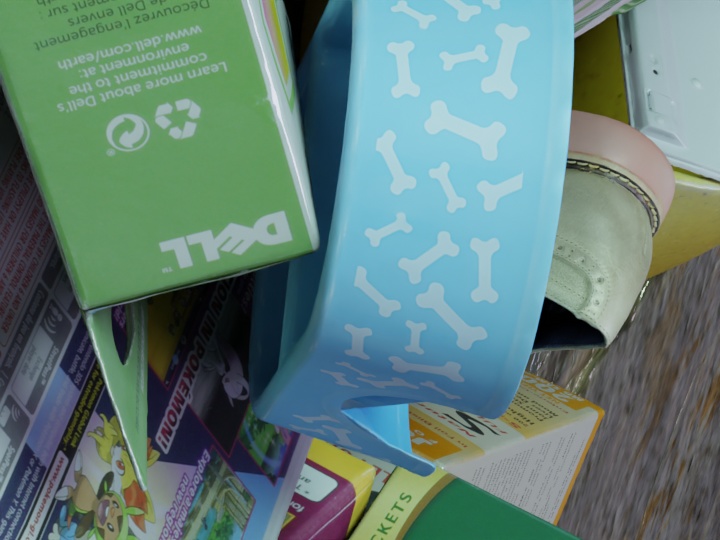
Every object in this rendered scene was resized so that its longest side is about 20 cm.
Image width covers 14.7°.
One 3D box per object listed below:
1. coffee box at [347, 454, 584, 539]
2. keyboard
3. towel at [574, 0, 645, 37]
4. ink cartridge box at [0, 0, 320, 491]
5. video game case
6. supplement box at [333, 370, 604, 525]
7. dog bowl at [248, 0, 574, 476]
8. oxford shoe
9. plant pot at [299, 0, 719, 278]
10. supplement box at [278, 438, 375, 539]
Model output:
[{"bbox_3d":[0.067,0.148,0.821,0.123,0.199,0.044,-53,158,-27],"label":"coffee box"},{"bbox_3d":[0.108,-0.106,0.946,0.011,0.056,0.201,-46,-147,39],"label":"keyboard"},{"bbox_3d":[0.092,-0.103,0.822,0.200,0.023,0.152,-29,178,-39],"label":"towel"},{"bbox_3d":[-0.050,-0.062,0.635,0.104,0.059,0.201,-99,175,-57],"label":"ink cartridge box"},{"bbox_3d":[-0.067,0.001,0.739,0.183,0.023,0.201,56,38,-35],"label":"video game case"},{"bbox_3d":[0.000,0.065,1.057,0.074,0.126,0.200,-67,163,12],"label":"supplement box"},{"bbox_3d":[0.007,-0.014,0.695,0.200,0.049,0.112,128,-31,-75],"label":"dog bowl"},{"bbox_3d":[0.000,0.000,0.881,0.071,0.199,0.074,46,47,-38],"label":"oxford shoe"},{"bbox_3d":[0.057,-0.065,0.986,0.200,0.200,0.142,-43,173,-47],"label":"plant pot"},{"bbox_3d":[-0.102,0.109,0.824,0.200,0.131,0.104,-35,147,-55],"label":"supplement box"}]
